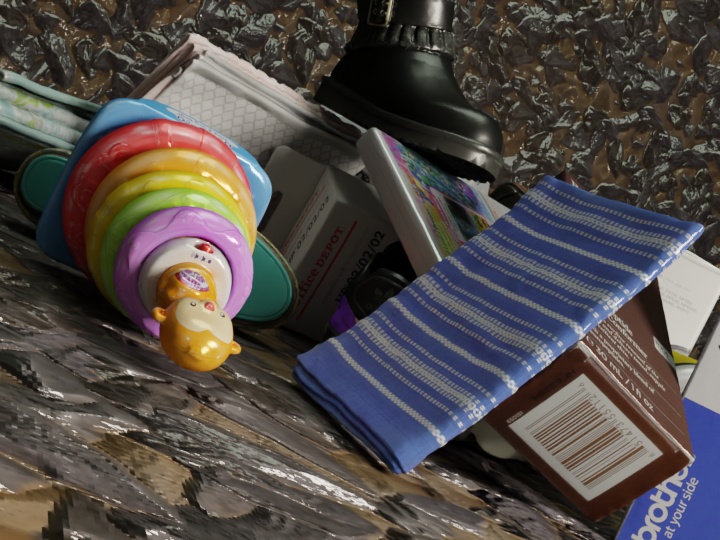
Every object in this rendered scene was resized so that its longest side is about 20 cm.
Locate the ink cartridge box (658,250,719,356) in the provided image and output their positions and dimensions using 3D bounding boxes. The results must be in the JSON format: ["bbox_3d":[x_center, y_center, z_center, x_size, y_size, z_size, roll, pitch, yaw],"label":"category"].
[{"bbox_3d":[0.267,0.077,1.088,0.084,0.201,0.146,26,3,14],"label":"ink cartridge box"}]

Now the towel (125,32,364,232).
[{"bbox_3d":[-0.113,-0.075,0.890,0.199,0.191,0.032,24,38,-41],"label":"towel"}]

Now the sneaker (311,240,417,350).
[{"bbox_3d":[0.023,0.030,0.769,0.069,0.100,0.200,27,3,4],"label":"sneaker"}]

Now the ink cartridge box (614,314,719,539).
[{"bbox_3d":[0.228,0.081,0.638,0.093,0.201,0.044,26,4,16],"label":"ink cartridge box"}]

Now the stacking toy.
[{"bbox_3d":[-0.095,-0.005,0.580,0.115,0.110,0.200,27,13,-24],"label":"stacking toy"}]

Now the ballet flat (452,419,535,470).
[{"bbox_3d":[0.102,0.101,0.752,0.199,0.071,0.066,19,34,-48],"label":"ballet flat"}]

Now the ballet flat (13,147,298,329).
[{"bbox_3d":[-0.132,-0.019,0.753,0.199,0.071,0.071,26,3,-5],"label":"ballet flat"}]

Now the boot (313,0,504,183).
[{"bbox_3d":[0.055,-0.167,0.835,0.079,0.159,0.211,21,10,-43],"label":"boot"}]

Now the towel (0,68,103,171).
[{"bbox_3d":[-0.280,-0.118,0.899,0.170,0.049,0.200,7,-8,30],"label":"towel"}]

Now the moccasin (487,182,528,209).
[{"bbox_3d":[0.164,0.002,0.948,0.078,0.074,0.201,39,6,-35],"label":"moccasin"}]

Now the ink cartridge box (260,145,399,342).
[{"bbox_3d":[0.000,0.000,0.885,0.199,0.116,0.068,24,23,-20],"label":"ink cartridge box"}]

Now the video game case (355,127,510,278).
[{"bbox_3d":[0.091,0.007,0.767,0.181,0.024,0.201,25,32,-44],"label":"video game case"}]

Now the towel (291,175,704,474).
[{"bbox_3d":[0.065,0.019,0.607,0.024,0.199,0.145,58,-12,-24],"label":"towel"}]

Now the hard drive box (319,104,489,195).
[{"bbox_3d":[0.025,-0.036,1.007,0.155,0.201,0.077,26,42,27],"label":"hard drive box"}]

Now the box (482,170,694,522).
[{"bbox_3d":[0.128,0.036,0.666,0.100,0.075,0.201,43,25,-18],"label":"box"}]

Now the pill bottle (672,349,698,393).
[{"bbox_3d":[0.235,0.119,0.911,0.113,0.115,0.200,25,2,-3],"label":"pill bottle"}]
